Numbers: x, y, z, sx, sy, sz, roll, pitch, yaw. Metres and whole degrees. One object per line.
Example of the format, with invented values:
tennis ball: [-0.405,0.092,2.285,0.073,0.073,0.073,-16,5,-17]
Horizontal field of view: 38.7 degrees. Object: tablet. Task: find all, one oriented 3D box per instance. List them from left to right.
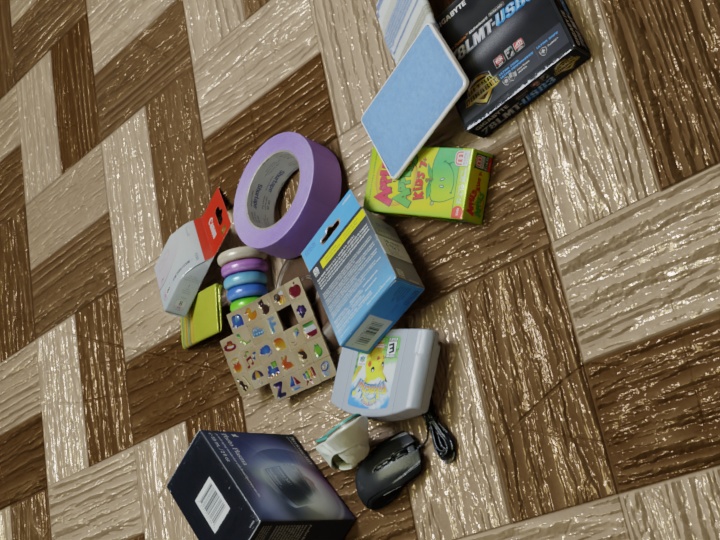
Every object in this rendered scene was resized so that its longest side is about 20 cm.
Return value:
tablet: [0.075,-0.243,1.482,0.200,0.014,0.130,-51,53,37]

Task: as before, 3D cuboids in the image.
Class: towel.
towel: [-0.282,0.083,1.819,0.200,0.018,0.086,-25,68,60]
towel: [0.075,-0.369,1.545,0.147,0.024,0.201,117,141,-56]

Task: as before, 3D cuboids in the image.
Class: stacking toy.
stacking toy: [-0.187,0.064,1.733,0.085,0.085,0.201,-22,73,40]

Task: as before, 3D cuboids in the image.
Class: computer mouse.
computer mouse: [0.041,0.253,1.492,0.200,0.046,0.141,-41,57,32]

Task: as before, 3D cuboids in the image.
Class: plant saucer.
plant saucer: [-0.078,0.038,1.660,0.200,0.032,0.201,-9,78,44]

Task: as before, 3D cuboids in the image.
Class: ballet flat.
ballet flat: [-0.018,0.256,1.499,0.200,0.069,0.070,127,139,-68]

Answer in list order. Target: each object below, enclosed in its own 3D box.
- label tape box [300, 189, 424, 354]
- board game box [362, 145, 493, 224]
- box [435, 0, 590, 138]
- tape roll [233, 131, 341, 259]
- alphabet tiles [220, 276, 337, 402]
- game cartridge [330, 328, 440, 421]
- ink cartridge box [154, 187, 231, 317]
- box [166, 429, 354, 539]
label tape box: [0.000,0.000,1.524,0.144,0.063,0.200,-50,42,26]
board game box: [0.095,-0.128,1.506,0.200,0.048,0.102,9,89,45]
box: [0.200,-0.323,1.439,0.200,0.050,0.199,-36,60,34]
tape roll: [-0.122,-0.123,1.686,0.200,0.066,0.201,-20,60,40]
alphabet tiles: [-0.141,0.125,1.661,0.200,0.008,0.168,-27,81,32]
game cartridge: [0.031,0.152,1.498,0.200,0.040,0.134,-6,72,52]
ink cartridge box: [-0.307,-0.040,1.854,0.201,0.057,0.163,-64,27,21]
box: [-0.151,0.350,1.556,0.200,0.198,0.124,46,112,39]
